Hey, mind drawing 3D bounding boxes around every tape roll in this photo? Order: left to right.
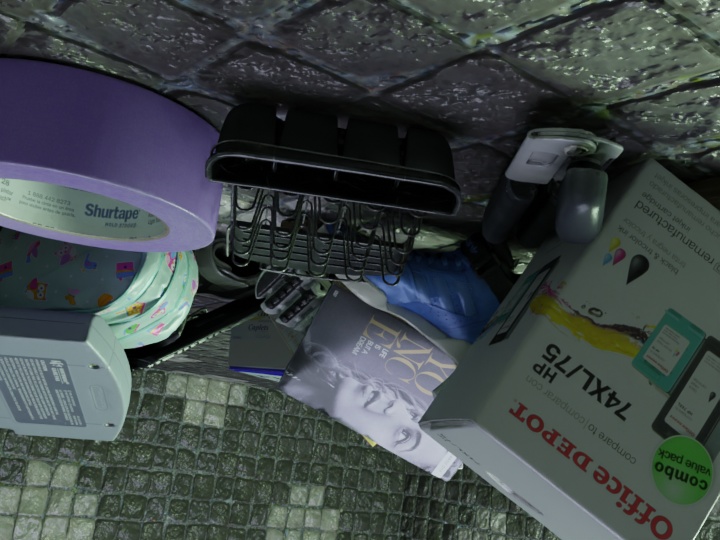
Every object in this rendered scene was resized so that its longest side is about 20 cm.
[{"bbox_3d":[-0.194,-0.069,0.562,0.198,0.066,0.200,7,168,1],"label":"tape roll"}]

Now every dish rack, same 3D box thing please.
[{"bbox_3d":[-0.025,-0.033,0.563,0.152,0.055,0.200,9,152,-5],"label":"dish rack"}]

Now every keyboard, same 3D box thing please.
[{"bbox_3d":[-0.169,0.060,0.868,0.127,0.021,0.199,-5,-165,47],"label":"keyboard"}]

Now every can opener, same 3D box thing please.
[{"bbox_3d":[0.113,-0.037,0.524,0.053,0.067,0.200,8,167,1],"label":"can opener"}]

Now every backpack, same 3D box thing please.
[{"bbox_3d":[-0.253,0.009,0.754,0.198,0.168,0.127,-2,161,10],"label":"backpack"}]

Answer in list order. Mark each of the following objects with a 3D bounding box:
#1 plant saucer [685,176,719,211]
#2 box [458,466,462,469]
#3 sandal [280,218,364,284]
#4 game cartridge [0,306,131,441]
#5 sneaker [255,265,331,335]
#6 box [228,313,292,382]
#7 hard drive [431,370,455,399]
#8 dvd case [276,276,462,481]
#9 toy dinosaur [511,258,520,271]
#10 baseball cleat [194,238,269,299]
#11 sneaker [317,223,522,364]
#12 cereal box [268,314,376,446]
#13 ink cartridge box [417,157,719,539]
[{"bbox_3d":[0.293,-0.023,0.578,0.198,0.030,0.200,6,168,1],"label":"plant saucer"},{"bbox_3d":[0.092,0.114,0.905,0.038,0.202,0.041,10,170,-30],"label":"box"},{"bbox_3d":[0.000,0.000,0.783,0.081,0.055,0.199,-2,164,36],"label":"sandal"},{"bbox_3d":[-0.273,0.095,0.732,0.132,0.041,0.201,9,145,-4],"label":"game cartridge"},{"bbox_3d":[-0.020,0.062,0.843,0.075,0.200,0.081,-34,-170,22],"label":"sneaker"},{"bbox_3d":[-0.067,0.116,1.229,0.183,0.106,0.200,0,165,27],"label":"box"},{"bbox_3d":[0.148,0.063,0.690,0.026,0.200,0.132,48,171,25],"label":"hard drive"},{"bbox_3d":[0.033,0.110,0.792,0.199,0.016,0.149,28,123,-2],"label":"dvd case"},{"bbox_3d":[0.129,0.066,0.798,0.198,0.137,0.102,0,166,-5],"label":"toy dinosaur"},{"bbox_3d":[-0.191,-0.011,0.849,0.198,0.070,0.106,1,164,-19],"label":"baseball cleat"},{"bbox_3d":[0.066,-0.005,0.695,0.199,0.111,0.077,36,-164,-10],"label":"sneaker"},{"bbox_3d":[-0.042,0.110,0.980,0.144,0.039,0.200,51,176,-21],"label":"cereal box"},{"bbox_3d":[0.162,0.065,0.542,0.146,0.200,0.146,37,166,0],"label":"ink cartridge box"}]
